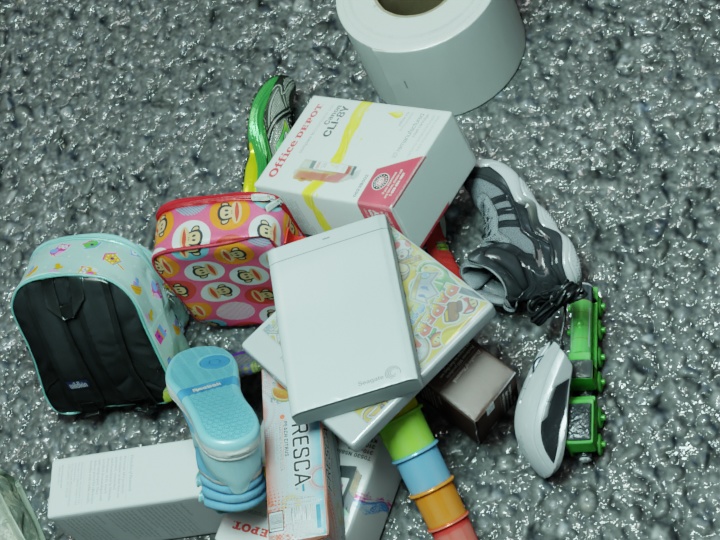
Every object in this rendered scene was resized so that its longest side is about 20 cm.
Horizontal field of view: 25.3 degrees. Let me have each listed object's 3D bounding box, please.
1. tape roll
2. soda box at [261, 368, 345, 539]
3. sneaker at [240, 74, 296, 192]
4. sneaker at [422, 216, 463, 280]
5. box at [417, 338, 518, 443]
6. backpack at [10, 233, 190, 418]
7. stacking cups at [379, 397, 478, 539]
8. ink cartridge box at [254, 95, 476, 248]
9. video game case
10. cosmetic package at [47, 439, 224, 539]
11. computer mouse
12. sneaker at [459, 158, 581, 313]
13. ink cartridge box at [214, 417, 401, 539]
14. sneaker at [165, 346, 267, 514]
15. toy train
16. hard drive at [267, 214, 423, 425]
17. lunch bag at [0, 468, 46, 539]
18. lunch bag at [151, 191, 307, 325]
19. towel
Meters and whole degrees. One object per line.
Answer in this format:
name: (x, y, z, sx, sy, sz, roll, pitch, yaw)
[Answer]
tape roll: (0.085, -0.302, 1.914, 0.202, 0.139, 0.204, -9, 58, 15)
soda box: (-0.057, 0.193, 1.614, 0.063, 0.068, 0.201, -11, 57, 11)
sneaker: (-0.092, -0.143, 1.935, 0.085, 0.078, 0.201, -3, 69, 11)
sneaker: (0.066, -0.019, 1.786, 0.077, 0.085, 0.201, -25, 55, 7)
box: (0.068, 0.086, 1.685, 0.200, 0.100, 0.075, 40, 80, 17)
backpack: (-0.294, 0.049, 1.813, 0.175, 0.200, 0.154, -5, 43, 20)
stacking cups: (0.060, 0.202, 1.619, 0.060, 0.061, 0.201, -24, 87, 5)
ink cartridge box: (0.003, -0.109, 1.778, 0.199, 0.084, 0.145, 11, 58, 38)
video game case: (0.006, 0.059, 1.618, 0.200, 0.023, 0.182, -44, 55, -11)
cosmetic package: (-0.225, 0.241, 1.733, 0.199, 0.102, 0.072, -9, 58, 15)
computer mouse: (0.187, 0.110, 1.639, 0.044, 0.110, 0.201, 9, 83, -15)
sneaker: (0.146, -0.038, 1.756, 0.113, 0.076, 0.200, -25, 56, -20)
ink cartridge box: (-0.044, 0.225, 1.684, 0.144, 0.084, 0.201, 11, 65, 25)
sneaker: (-0.148, 0.172, 1.642, 0.079, 0.131, 0.200, -10, 30, -11)
toy train: (0.232, 0.101, 1.671, 0.042, 0.056, 0.201, -5, 60, 18)
hard drive: (-0.018, 0.047, 1.606, 0.131, 0.027, 0.201, -17, 55, 10)
lunch bag: (-0.422, 0.334, 1.746, 0.164, 0.118, 0.200, -34, 61, -2)
lunch bag: (-0.124, -0.010, 1.783, 0.175, 0.200, 0.082, -6, 60, 14)
towel: (-0.110, 0.102, 1.765, 0.199, 0.144, 0.023, -15, 96, 10)
